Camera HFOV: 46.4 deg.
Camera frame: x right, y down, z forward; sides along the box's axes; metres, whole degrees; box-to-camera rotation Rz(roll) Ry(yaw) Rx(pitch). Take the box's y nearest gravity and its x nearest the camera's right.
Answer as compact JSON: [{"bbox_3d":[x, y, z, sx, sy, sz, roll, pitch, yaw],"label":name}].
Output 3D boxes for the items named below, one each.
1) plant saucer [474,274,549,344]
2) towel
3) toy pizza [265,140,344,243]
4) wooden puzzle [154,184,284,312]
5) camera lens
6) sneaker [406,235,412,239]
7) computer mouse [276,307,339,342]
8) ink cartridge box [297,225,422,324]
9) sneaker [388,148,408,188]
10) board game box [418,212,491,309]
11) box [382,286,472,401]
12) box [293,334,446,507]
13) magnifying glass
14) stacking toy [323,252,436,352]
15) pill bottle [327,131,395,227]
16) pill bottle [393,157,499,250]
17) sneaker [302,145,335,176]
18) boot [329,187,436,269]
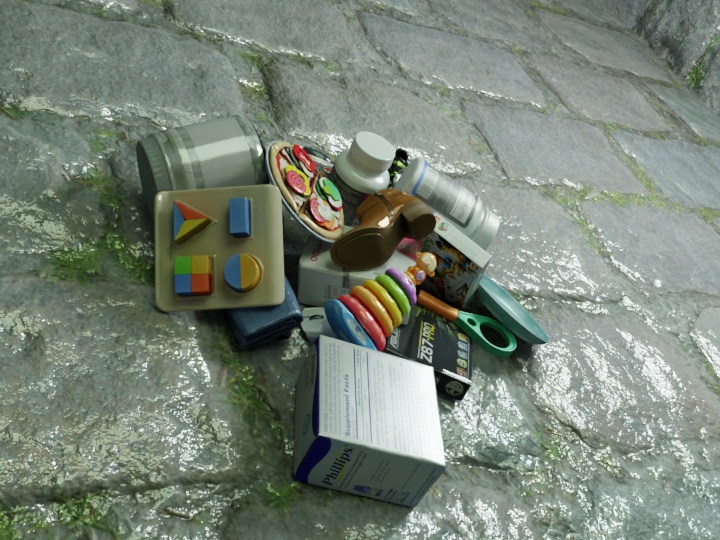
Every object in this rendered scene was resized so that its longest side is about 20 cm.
[{"bbox_3d":[0.274,0.073,1.583,0.199,0.028,0.201,39,14,-11],"label":"plant saucer"},{"bbox_3d":[-0.171,0.027,1.339,0.110,0.049,0.202,-21,51,-13],"label":"towel"},{"bbox_3d":[-0.085,-0.138,1.415,0.200,0.031,0.202,45,26,-28],"label":"toy pizza"},{"bbox_3d":[-0.217,-0.037,1.280,0.195,0.046,0.190,-3,80,-2],"label":"wooden puzzle"},{"bbox_3d":[-0.261,-0.166,1.409,0.196,0.162,0.161,-16,52,-22],"label":"camera lens"},{"bbox_3d":[0.123,-0.052,1.660,0.197,0.079,0.116,29,25,-22],"label":"sneaker"},{"bbox_3d":[-0.062,0.084,1.379,0.196,0.044,0.111,15,38,-19],"label":"computer mouse"},{"bbox_3d":[0.000,0.000,1.448,0.195,0.084,0.148,11,36,4],"label":"ink cartridge box"},{"bbox_3d":[0.061,-0.198,1.766,0.070,0.084,0.201,26,37,-2],"label":"sneaker"},{"bbox_3d":[0.157,-0.005,1.511,0.126,0.201,0.035,39,64,15],"label":"board game box"},{"bbox_3d":[0.116,0.117,1.457,0.158,0.050,0.202,22,35,-6],"label":"box"},{"bbox_3d":[0.009,0.218,1.216,0.196,0.106,0.186,18,38,-17],"label":"box"},{"bbox_3d":[0.188,0.090,1.482,0.197,0.023,0.080,27,34,-4],"label":"magnifying glass"},{"bbox_3d":[0.048,0.041,1.324,0.199,0.110,0.117,-39,96,-14],"label":"stacking toy"},{"bbox_3d":[-0.011,-0.153,1.563,0.108,0.202,0.112,17,38,-14],"label":"pill bottle"},{"bbox_3d":[0.159,-0.113,1.585,0.198,0.114,0.115,32,35,-11],"label":"pill bottle"},{"bbox_3d":[-0.055,-0.176,1.672,0.196,0.081,0.076,17,52,6],"label":"sneaker"},{"bbox_3d":[0.017,-0.076,1.434,0.196,0.075,0.155,-19,30,-17],"label":"boot"}]
